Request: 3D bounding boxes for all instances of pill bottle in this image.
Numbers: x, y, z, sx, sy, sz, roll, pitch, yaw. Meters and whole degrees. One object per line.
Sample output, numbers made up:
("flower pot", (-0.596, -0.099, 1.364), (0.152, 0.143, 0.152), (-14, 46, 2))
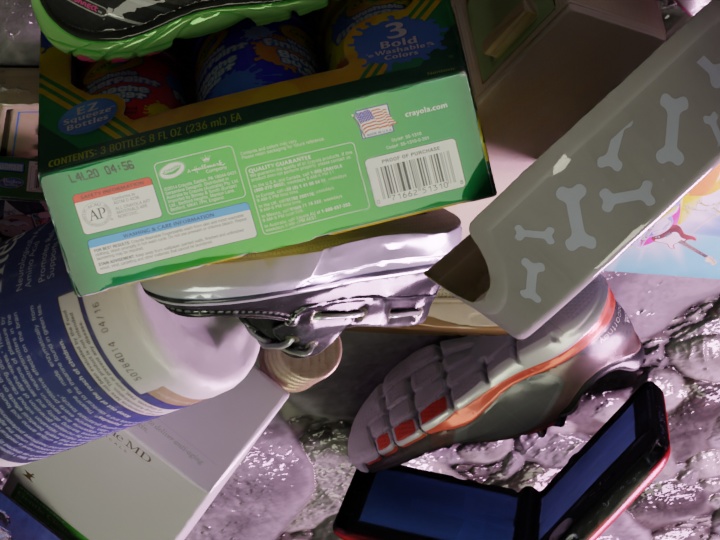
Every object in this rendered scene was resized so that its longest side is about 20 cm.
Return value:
("pill bottle", (-0.157, 0.035, 1.380), (0.200, 0.111, 0.111), (-21, 146, 32))

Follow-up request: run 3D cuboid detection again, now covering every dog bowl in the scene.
("dog bowl", (0.121, -0.046, 1.294), (0.200, 0.059, 0.200), (-44, 178, -2))

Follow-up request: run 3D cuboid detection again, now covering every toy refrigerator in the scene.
("toy refrigerator", (0.063, -0.094, 1.395), (0.070, 0.076, 0.200), (14, 139, -32))

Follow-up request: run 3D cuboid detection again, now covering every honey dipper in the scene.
("honey dipper", (-0.054, 0.058, 1.564), (0.038, 0.038, 0.200), (0, 170, -16))

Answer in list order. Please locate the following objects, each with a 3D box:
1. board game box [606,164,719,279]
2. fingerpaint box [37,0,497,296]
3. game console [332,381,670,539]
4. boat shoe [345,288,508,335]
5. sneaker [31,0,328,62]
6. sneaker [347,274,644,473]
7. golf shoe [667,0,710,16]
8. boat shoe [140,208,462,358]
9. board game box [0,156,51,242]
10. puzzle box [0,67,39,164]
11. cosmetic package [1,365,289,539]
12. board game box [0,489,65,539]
("board game box", (0.180, -0.059, 1.503), (0.199, 0.047, 0.151), (4, 143, -21))
("fingerpaint box", (-0.048, -0.083, 1.288), (0.199, 0.167, 0.074), (-13, 123, 3))
("game console", (0.089, 0.115, 1.652), (0.119, 0.200, 0.172), (42, 100, -2))
("boat shoe", (0.000, 0.000, 1.524), (0.199, 0.065, 0.073), (6, 171, -25))
("sneaker", (-0.059, -0.160, 1.261), (0.199, 0.077, 0.084), (-21, 125, -8))
("sneaker", (0.083, 0.080, 1.633), (0.200, 0.077, 0.082), (-30, 122, 25))
("golf shoe", (0.213, -0.147, 1.364), (0.091, 0.076, 0.200), (-32, 142, 23))
("boat shoe", (-0.026, 0.010, 1.332), (0.199, 0.072, 0.071), (-6, 112, -42))
("board game box", (-0.250, -0.014, 1.436), (0.199, 0.029, 0.135), (5, 144, -6))
("puzzle box", (-0.139, -0.037, 1.465), (0.132, 0.026, 0.200), (-1, 145, -13))
("cosmetic package", (-0.128, 0.102, 1.553), (0.107, 0.085, 0.200), (37, 150, 3))
("board game box", (-0.247, 0.146, 1.587), (0.200, 0.035, 0.135), (42, 150, -27))
